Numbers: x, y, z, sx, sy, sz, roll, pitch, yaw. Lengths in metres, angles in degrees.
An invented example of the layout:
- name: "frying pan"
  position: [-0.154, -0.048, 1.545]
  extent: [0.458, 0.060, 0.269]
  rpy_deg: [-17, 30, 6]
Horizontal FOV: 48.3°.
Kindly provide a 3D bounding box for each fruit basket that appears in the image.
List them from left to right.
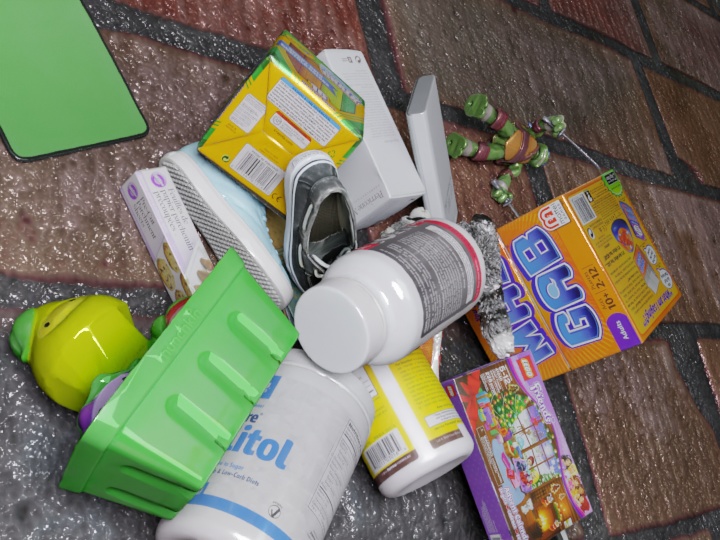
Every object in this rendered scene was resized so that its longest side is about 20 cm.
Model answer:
- name: "fruit basket"
  position: [-0.182, 0.072, 0.642]
  extent: [0.215, 0.156, 0.216]
  rpy_deg: [15, 54, -21]

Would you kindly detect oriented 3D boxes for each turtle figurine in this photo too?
- name: "turtle figurine"
  position: [0.238, -0.174, 1.201]
  extent: [0.194, 0.144, 0.200]
  rpy_deg: [16, 54, -32]

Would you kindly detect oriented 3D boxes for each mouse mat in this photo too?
- name: "mouse mat"
  position: [-0.316, -0.208, 0.800]
  extent: [0.161, 0.008, 0.200]
  rpy_deg: [-26, 85, -47]

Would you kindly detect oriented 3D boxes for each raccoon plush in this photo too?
- name: "raccoon plush"
  position: [0.097, 0.009, 0.943]
  extent: [0.134, 0.097, 0.200]
  rpy_deg: [-7, 51, -2]

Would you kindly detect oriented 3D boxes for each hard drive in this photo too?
- name: "hard drive"
  position: [0.095, -0.133, 1.036]
  extent: [0.132, 0.026, 0.200]
  rpy_deg: [-73, 153, -56]

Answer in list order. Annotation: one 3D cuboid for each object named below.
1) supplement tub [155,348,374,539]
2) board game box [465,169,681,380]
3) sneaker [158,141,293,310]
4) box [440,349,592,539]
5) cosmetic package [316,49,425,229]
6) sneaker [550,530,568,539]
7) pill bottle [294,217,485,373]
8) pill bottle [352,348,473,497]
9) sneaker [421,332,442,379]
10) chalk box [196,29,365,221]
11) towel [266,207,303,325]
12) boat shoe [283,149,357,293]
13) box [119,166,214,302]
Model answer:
- name: "supplement tub"
  position: [-0.079, 0.183, 0.716]
  extent: [0.132, 0.132, 0.200]
  rpy_deg: [44, 44, -17]
- name: "board game box"
  position: [0.268, 0.012, 1.071]
  extent: [0.200, 0.200, 0.200]
  rpy_deg: [-24, 85, -53]
- name: "sneaker"
  position: [-0.120, -0.054, 0.842]
  extent: [0.082, 0.074, 0.200]
  rpy_deg: [-38, 96, -33]
- name: "box"
  position: [0.173, 0.202, 0.905]
  extent: [0.137, 0.039, 0.200]
  rpy_deg: [-14, 80, -40]
- name: "cosmetic package"
  position: [-0.012, -0.159, 0.990]
  extent: [0.074, 0.102, 0.200]
  rpy_deg: [-15, 77, -45]
- name: "sneaker"
  position: [0.211, 0.241, 0.996]
  extent: [0.121, 0.084, 0.200]
  rpy_deg: [-35, 92, -38]
- name: "pill bottle"
  position: [0.030, 0.024, 0.768]
  extent: [0.200, 0.111, 0.111]
  rpy_deg: [-27, 87, -51]
- name: "pill bottle"
  position: [0.026, 0.127, 0.846]
  extent: [0.109, 0.109, 0.200]
  rpy_deg: [-7, 60, -45]
- name: "sneaker"
  position: [0.056, 0.130, 0.932]
  extent: [0.077, 0.073, 0.200]
  rpy_deg: [4, 64, -10]
- name: "chalk box"
  position: [-0.077, -0.167, 0.869]
  extent: [0.124, 0.124, 0.200]
  rpy_deg: [38, 21, -17]
- name: "towel"
  position: [-0.071, -0.041, 0.929]
  extent: [0.147, 0.022, 0.200]
  rpy_deg: [-16, 77, -47]
- name: "boat shoe"
  position: [-0.039, -0.024, 0.806]
  extent: [0.072, 0.200, 0.071]
  rpy_deg: [-20, 50, -10]
- name: "box"
  position: [-0.175, -0.005, 0.796]
  extent: [0.039, 0.041, 0.200]
  rpy_deg: [-21, 84, -47]
